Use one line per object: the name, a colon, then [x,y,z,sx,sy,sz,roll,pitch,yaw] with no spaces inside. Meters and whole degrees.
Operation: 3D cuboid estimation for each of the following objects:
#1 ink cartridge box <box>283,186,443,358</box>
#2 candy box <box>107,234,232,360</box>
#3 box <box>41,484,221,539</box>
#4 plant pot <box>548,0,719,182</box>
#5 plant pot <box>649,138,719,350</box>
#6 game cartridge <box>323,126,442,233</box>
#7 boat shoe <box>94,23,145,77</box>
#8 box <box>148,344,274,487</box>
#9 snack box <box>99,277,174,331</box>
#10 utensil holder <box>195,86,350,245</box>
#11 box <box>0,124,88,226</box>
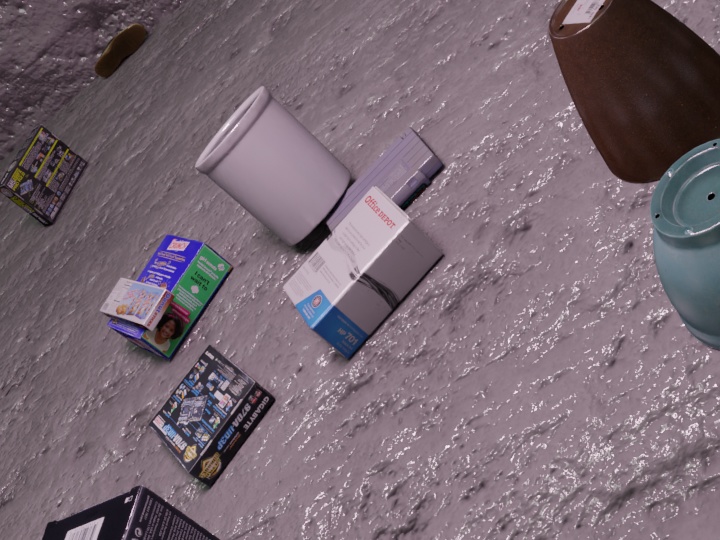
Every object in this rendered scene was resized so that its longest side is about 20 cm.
ink cartridge box: [0.000,0.000,1.607,0.200,0.086,0.147,-46,30,3]
candy box: [-0.338,0.043,2.024,0.168,0.077,0.202,12,67,58]
box: [-0.274,0.386,1.418,0.195,0.200,0.118,-26,36,35]
plant pot: [0.314,-0.240,1.344,0.186,0.200,0.188,-33,33,25]
plant pot: [0.365,-0.042,1.115,0.199,0.134,0.202,-33,33,25]
game cartridge: [0.033,-0.120,1.756,0.200,0.038,0.130,-45,34,9]
boat shoe: [-0.694,-0.644,3.297,0.199,0.073,0.065,-39,36,18]
box: [-0.225,0.211,1.709,0.160,0.046,0.199,-53,30,-7]
snack box: [-0.386,0.056,1.972,0.199,0.024,0.072,9,63,56]
utensil holder: [-0.138,-0.162,1.833,0.170,0.200,0.170,-44,15,15]
box: [-0.796,-0.239,2.881,0.044,0.160,0.202,-13,46,46]
